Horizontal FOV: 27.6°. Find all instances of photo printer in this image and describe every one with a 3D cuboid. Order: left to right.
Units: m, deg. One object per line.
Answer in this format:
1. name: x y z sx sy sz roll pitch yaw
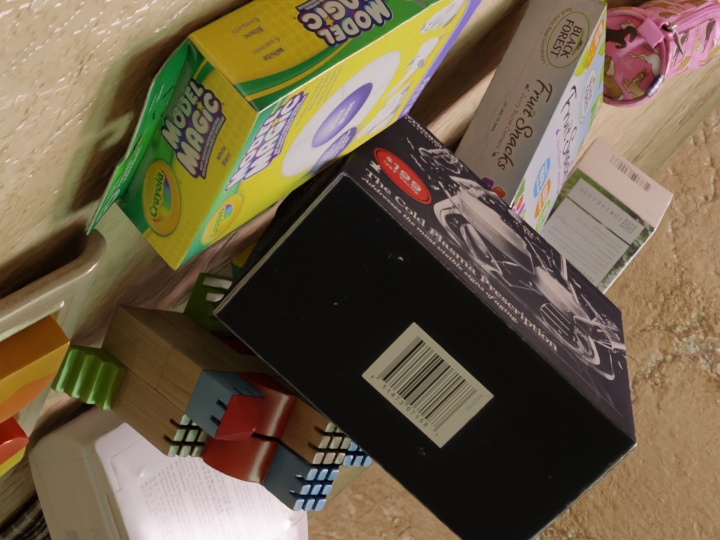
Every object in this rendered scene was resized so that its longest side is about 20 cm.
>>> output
1. photo printer: -0.111 0.146 0.951 0.069 0.168 0.200 -10 -168 33

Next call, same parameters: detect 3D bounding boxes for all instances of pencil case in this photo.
1. pencil case: 0.253 -0.196 1.257 0.200 0.086 0.084 -30 133 -58

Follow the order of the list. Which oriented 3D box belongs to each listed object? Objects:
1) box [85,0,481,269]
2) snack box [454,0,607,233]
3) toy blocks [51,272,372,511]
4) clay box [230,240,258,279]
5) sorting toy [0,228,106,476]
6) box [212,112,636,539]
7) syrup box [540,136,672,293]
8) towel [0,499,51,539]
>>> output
1. box: -0.029 -0.079 0.641 0.199 0.048 0.118 -35 168 -38
2. snack box: 0.102 -0.068 0.974 0.202 0.052 0.142 -63 165 -15
3. toy blocks: -0.048 0.078 0.804 0.199 0.136 0.101 11 106 -51
4. clay box: 0.000 0.000 0.977 0.199 0.047 0.116 -36 138 -37
5. sorting toy: -0.199 0.082 0.652 0.199 0.036 0.186 -38 169 -37
6. box: 0.042 0.023 0.794 0.104 0.200 0.182 -45 -171 18
7. syrup box: 0.156 0.001 1.180 0.201 0.078 0.081 -55 176 31
8. towel: -0.205 0.208 1.059 0.200 0.086 0.165 -48 164 6
